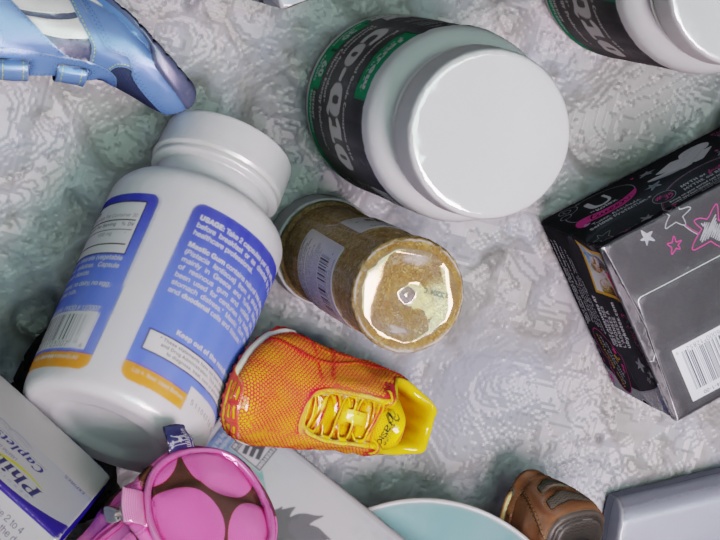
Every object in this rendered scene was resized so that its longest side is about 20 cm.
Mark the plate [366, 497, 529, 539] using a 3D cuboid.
[{"bbox_3d":[0.038,0.241,1.640,0.200,0.026,0.201,0,91,3],"label":"plate"}]

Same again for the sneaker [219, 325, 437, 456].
[{"bbox_3d":[-0.016,0.077,1.584,0.200,0.077,0.073,4,103,-59],"label":"sneaker"}]

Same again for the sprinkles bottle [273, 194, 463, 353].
[{"bbox_3d":[0.000,0.000,1.564,0.068,0.200,0.068,-3,100,-16],"label":"sprinkles bottle"}]

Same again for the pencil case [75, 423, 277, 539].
[{"bbox_3d":[-0.128,0.168,1.523,0.094,0.200,0.091,-4,65,-30],"label":"pencil case"}]

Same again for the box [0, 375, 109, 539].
[{"bbox_3d":[-0.276,0.140,1.496,0.184,0.105,0.200,42,111,1],"label":"box"}]

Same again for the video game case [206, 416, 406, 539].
[{"bbox_3d":[-0.073,0.212,1.617,0.182,0.022,0.200,38,86,18],"label":"video game case"}]

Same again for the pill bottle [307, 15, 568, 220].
[{"bbox_3d":[0.045,-0.090,1.556,0.113,0.200,0.113,-2,99,-16],"label":"pill bottle"}]

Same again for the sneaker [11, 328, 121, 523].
[{"bbox_3d":[-0.191,0.141,1.599,0.087,0.076,0.200,28,90,-24],"label":"sneaker"}]

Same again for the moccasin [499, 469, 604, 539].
[{"bbox_3d":[0.101,0.224,1.696,0.074,0.078,0.202,-12,121,-30],"label":"moccasin"}]

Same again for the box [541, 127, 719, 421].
[{"bbox_3d":[0.241,-0.012,1.679,0.200,0.115,0.132,-28,106,-9],"label":"box"}]

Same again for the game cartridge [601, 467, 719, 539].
[{"bbox_3d":[0.225,0.236,1.754,0.133,0.041,0.200,-11,101,-10],"label":"game cartridge"}]

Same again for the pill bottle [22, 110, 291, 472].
[{"bbox_3d":[-0.112,0.010,1.556,0.112,0.112,0.200,31,63,-18],"label":"pill bottle"}]

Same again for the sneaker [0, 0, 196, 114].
[{"bbox_3d":[-0.190,-0.141,1.557,0.200,0.074,0.082,32,88,-10],"label":"sneaker"}]

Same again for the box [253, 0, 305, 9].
[{"bbox_3d":[-0.076,-0.234,1.507,0.041,0.200,0.156,-22,104,-12],"label":"box"}]

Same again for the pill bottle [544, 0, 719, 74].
[{"bbox_3d":[0.192,-0.178,1.594,0.113,0.200,0.113,-2,99,-16],"label":"pill bottle"}]
